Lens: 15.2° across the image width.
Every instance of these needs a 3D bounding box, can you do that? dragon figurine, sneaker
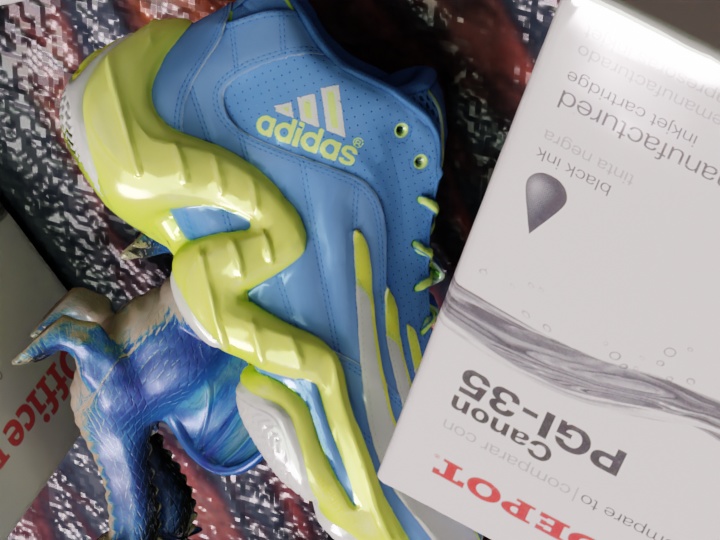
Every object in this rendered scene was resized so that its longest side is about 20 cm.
[{"bbox_3d":[-0.046,0.028,0.898,0.099,0.059,0.200,44,102,-8],"label":"dragon figurine"},{"bbox_3d":[0.000,0.000,0.820,0.105,0.076,0.200,-34,101,9],"label":"sneaker"}]

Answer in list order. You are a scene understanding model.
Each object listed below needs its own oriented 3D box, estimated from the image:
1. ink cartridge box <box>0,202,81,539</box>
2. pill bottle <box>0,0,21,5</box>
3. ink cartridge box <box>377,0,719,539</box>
[{"bbox_3d":[-0.191,0.011,0.910,0.083,0.145,0.200,-22,112,36],"label":"ink cartridge box"},{"bbox_3d":[-0.120,-0.185,0.750,0.112,0.113,0.201,9,127,21],"label":"pill bottle"},{"bbox_3d":[0.104,0.005,0.719,0.146,0.083,0.201,27,136,8],"label":"ink cartridge box"}]
